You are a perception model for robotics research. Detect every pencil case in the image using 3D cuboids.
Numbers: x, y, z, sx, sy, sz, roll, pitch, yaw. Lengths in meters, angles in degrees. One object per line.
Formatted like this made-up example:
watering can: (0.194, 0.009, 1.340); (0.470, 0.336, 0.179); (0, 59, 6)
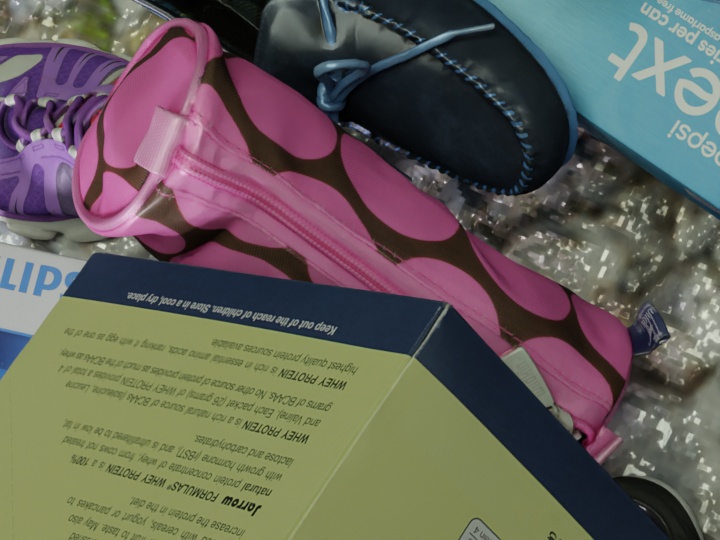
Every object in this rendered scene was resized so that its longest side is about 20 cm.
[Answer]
pencil case: (0.000, 0.000, 0.903); (0.199, 0.094, 0.091); (33, 105, -17)

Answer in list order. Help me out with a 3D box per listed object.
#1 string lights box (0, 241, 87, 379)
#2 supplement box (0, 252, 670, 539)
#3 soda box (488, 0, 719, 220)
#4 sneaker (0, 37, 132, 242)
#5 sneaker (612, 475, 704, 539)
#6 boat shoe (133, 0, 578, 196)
string lights box: (-0.131, 0.094, 1.013); (0.102, 0.059, 0.201); (11, 83, 21)
supplement box: (-0.046, 0.119, 0.816); (0.200, 0.134, 0.200); (6, 57, 54)
soda box: (0.084, -0.090, 0.967); (0.200, 0.064, 0.068); (36, 93, 24)
sneaker: (-0.095, -0.052, 1.021); (0.199, 0.083, 0.081); (10, 82, 25)
sneaker: (0.100, 0.158, 0.884); (0.070, 0.099, 0.201); (-21, 72, 14)
boat shoe: (-0.016, -0.075, 0.957); (0.199, 0.085, 0.069); (28, 45, 30)
